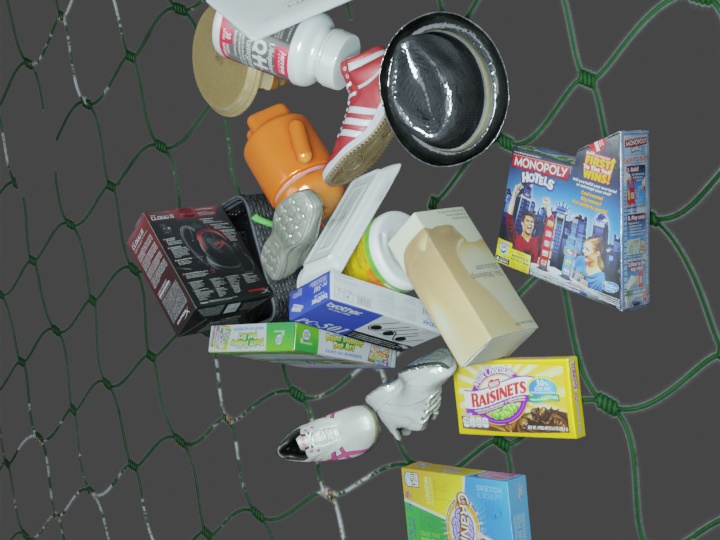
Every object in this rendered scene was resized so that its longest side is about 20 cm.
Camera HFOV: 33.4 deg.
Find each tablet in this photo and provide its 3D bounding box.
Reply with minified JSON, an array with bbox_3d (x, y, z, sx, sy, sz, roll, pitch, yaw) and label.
[{"bbox_3d":[-0.104,-0.389,1.687,0.130,0.199,0.014,43,149,33],"label":"tablet"}]

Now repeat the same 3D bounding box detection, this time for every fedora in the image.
[{"bbox_3d":[0.093,-0.233,1.534,0.199,0.091,0.203,3,97,25],"label":"fedora"}]

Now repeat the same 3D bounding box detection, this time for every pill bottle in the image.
[{"bbox_3d":[-0.104,-0.329,1.717,0.199,0.111,0.112,23,115,20],"label":"pill bottle"},{"bbox_3d":[0.000,0.000,1.694,0.199,0.110,0.112,-26,78,46],"label":"pill bottle"}]

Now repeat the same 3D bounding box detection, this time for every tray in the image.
[{"bbox_3d":[-0.020,-0.068,1.662,0.022,0.201,0.107,40,150,-20],"label":"tray"}]

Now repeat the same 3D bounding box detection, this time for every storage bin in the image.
[{"bbox_3d":[-0.160,-0.010,1.878,0.135,0.093,0.202,-24,78,46],"label":"storage bin"}]

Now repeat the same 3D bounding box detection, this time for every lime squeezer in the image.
[{"bbox_3d":[-0.075,-0.022,1.805,0.201,0.071,0.038,53,147,-6],"label":"lime squeezer"}]

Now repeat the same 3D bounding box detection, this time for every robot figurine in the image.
[{"bbox_3d":[-0.097,-0.150,1.769,0.144,0.116,0.201,-44,67,31],"label":"robot figurine"}]

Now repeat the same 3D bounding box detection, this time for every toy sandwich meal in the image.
[{"bbox_3d":[-0.188,-0.337,1.877,0.204,0.070,0.207,11,104,49],"label":"toy sandwich meal"}]

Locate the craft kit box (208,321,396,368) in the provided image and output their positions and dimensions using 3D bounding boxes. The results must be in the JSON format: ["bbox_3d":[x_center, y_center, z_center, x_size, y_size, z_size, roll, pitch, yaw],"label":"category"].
[{"bbox_3d":[-0.085,0.111,1.740,0.199,0.196,0.049,-5,79,46],"label":"craft kit box"}]

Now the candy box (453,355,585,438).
[{"bbox_3d":[0.203,0.165,1.566,0.199,0.026,0.103,-6,88,47],"label":"candy box"}]

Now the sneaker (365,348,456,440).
[{"bbox_3d":[0.084,0.172,1.667,0.088,0.074,0.200,58,147,10],"label":"sneaker"}]

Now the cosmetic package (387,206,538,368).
[{"bbox_3d":[0.132,0.019,1.562,0.071,0.105,0.201,-49,63,39],"label":"cosmetic package"}]

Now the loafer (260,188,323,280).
[{"bbox_3d":[-0.088,-0.056,1.703,0.070,0.069,0.200,58,149,14],"label":"loafer"}]

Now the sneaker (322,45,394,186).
[{"bbox_3d":[-0.005,-0.221,1.680,0.200,0.071,0.113,-49,63,22],"label":"sneaker"}]

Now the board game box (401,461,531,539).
[{"bbox_3d":[0.146,0.349,1.647,0.199,0.040,0.155,-3,94,47],"label":"board game box"}]

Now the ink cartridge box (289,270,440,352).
[{"bbox_3d":[0.009,0.058,1.628,0.094,0.199,0.045,-28,54,45],"label":"ink cartridge box"}]

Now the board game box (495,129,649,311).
[{"bbox_3d":[0.267,-0.080,1.432,0.199,0.061,0.202,24,113,42],"label":"board game box"}]

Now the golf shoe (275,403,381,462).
[{"bbox_3d":[-0.046,0.254,1.795,0.199,0.092,0.073,-30,76,48],"label":"golf shoe"}]

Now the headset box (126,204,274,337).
[{"bbox_3d":[-0.244,-0.011,1.792,0.201,0.148,0.075,57,132,22],"label":"headset box"}]
